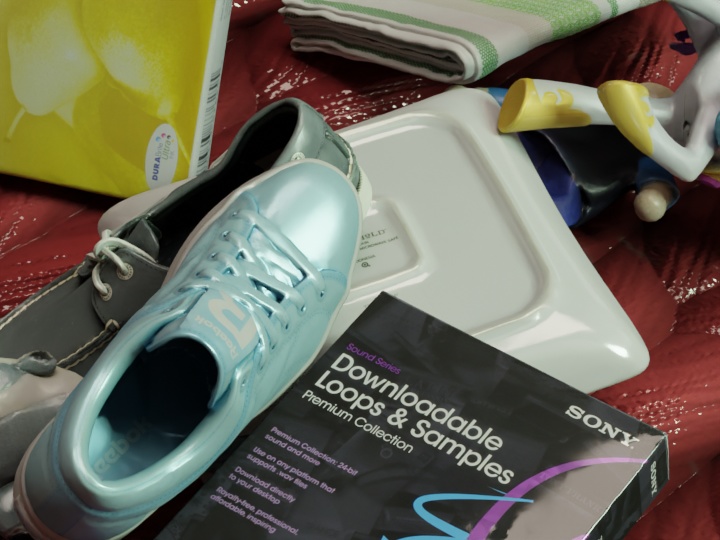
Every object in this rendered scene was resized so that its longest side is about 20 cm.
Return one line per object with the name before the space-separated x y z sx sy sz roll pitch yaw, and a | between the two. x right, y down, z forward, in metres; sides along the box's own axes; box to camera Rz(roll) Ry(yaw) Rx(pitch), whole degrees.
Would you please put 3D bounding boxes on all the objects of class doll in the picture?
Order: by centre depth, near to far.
doll | 0.087 -0.051 1.308 0.200 0.048 0.136 -26 47 -37

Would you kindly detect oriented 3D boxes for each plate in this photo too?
plate | 0.000 0.000 1.187 0.199 0.032 0.200 -18 46 -10

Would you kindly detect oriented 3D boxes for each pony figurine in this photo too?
pony figurine | 0.180 -0.102 1.278 0.200 0.167 0.193 27 67 -22

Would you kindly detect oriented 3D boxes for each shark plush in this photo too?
shark plush | -0.142 0.084 1.093 0.200 0.091 0.083 5 58 -22

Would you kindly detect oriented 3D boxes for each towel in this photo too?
towel | 0.076 -0.142 1.424 0.200 0.031 0.149 -22 29 -38

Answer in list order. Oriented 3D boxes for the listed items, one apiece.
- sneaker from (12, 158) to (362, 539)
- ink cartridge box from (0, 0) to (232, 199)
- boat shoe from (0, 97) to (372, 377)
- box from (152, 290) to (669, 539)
sneaker | -0.054 0.029 1.055 0.074 0.082 0.200 39 66 -8
ink cartridge box | -0.159 -0.144 1.270 0.200 0.198 0.047 10 17 4
boat shoe | -0.092 -0.006 1.146 0.200 0.062 0.073 -31 46 -3
box | 0.008 0.107 1.043 0.143 0.036 0.200 26 55 25
